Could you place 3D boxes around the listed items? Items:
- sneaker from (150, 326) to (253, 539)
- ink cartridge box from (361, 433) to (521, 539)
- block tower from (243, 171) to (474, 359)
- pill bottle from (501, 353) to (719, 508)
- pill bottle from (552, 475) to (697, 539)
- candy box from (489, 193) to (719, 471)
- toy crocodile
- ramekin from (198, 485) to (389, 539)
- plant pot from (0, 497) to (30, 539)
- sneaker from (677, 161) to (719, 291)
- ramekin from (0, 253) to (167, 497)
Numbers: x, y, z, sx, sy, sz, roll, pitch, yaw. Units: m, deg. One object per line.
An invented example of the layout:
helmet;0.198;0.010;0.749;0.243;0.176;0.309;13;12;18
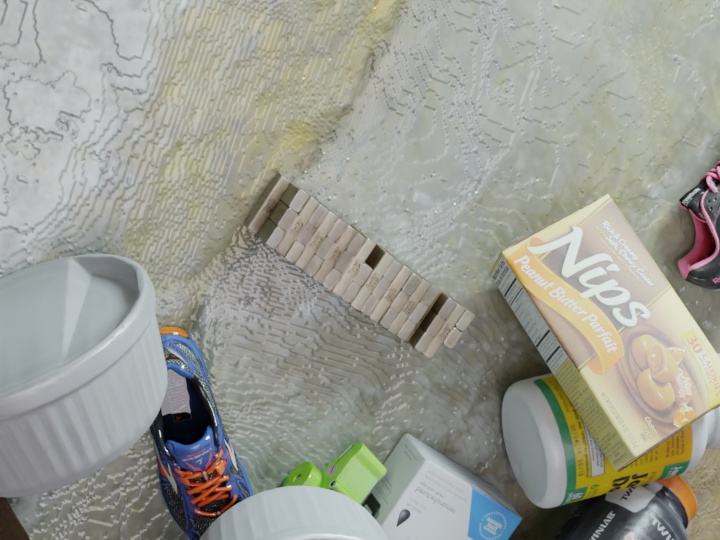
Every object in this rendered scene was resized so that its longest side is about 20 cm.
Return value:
sneaker;-0.137;0.149;1.011;0.075;0.078;0.202;-22;101;-8
ink cartridge box;0.036;0.263;1.107;0.115;0.068;0.201;32;94;-20
block tower;0.000;0.000;1.035;0.199;0.058;0.054;35;92;-20
pill bottle;0.236;0.134;1.109;0.197;0.113;0.114;-11;107;-14
pill bottle;0.224;0.261;1.118;0.200;0.106;0.107;-43;114;-32
candy box;0.211;0.050;1.048;0.114;0.055;0.201;-27;73;-17
toy crocodile;-0.060;0.227;1.073;0.199;0.062;0.068;-39;111;-4
ramekin;-0.050;0.272;0.993;0.197;0.098;0.203;-4;111;-11
plant pot;-0.357;0.227;0.938;0.199;0.186;0.189;-34;111;-20
sneaker;0.335;-0.072;1.112;0.094;0.079;0.203;9;100;-6
ramekin;-0.233;0.079;0.915;0.200;0.202;0.095;-24;117;-9
